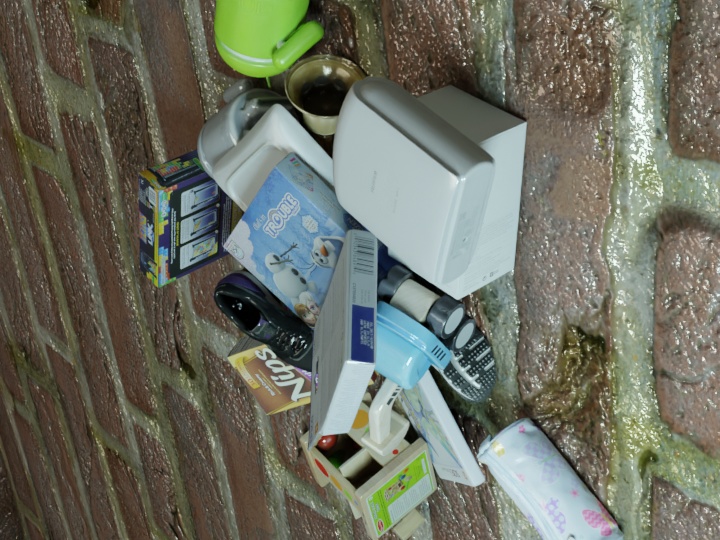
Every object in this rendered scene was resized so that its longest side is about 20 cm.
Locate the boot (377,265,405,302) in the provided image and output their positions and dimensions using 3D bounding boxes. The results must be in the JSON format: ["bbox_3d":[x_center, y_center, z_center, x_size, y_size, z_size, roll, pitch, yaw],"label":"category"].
[{"bbox_3d":[0.000,0.000,1.579,0.132,0.070,0.200,47,133,29],"label":"boot"}]

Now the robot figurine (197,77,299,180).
[{"bbox_3d":[-0.159,-0.184,1.617,0.200,0.113,0.170,-25,71,57],"label":"robot figurine"}]

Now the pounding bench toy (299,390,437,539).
[{"bbox_3d":[0.014,0.299,1.695,0.156,0.124,0.200,38,156,37],"label":"pounding bench toy"}]

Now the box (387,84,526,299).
[{"bbox_3d":[0.107,-0.090,1.323,0.124,0.097,0.200,34,138,38],"label":"box"}]

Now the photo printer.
[{"bbox_3d":[0.046,-0.103,1.243,0.200,0.069,0.166,43,142,29],"label":"photo printer"}]

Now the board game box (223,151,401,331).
[{"bbox_3d":[-0.065,-0.024,1.498,0.199,0.043,0.200,43,141,3],"label":"board game box"}]

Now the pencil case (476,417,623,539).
[{"bbox_3d":[0.230,0.278,1.415,0.200,0.091,0.083,53,146,17],"label":"pencil case"}]

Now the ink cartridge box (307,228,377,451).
[{"bbox_3d":[-0.020,0.088,1.383,0.200,0.041,0.200,112,164,-49],"label":"ink cartridge box"}]

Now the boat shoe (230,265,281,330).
[{"bbox_3d":[-0.139,0.006,1.679,0.075,0.202,0.075,25,153,-6],"label":"boat shoe"}]

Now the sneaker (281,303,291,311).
[{"bbox_3d":[-0.091,0.029,1.708,0.084,0.077,0.200,48,141,26],"label":"sneaker"}]

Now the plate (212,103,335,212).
[{"bbox_3d":[-0.094,-0.097,1.519,0.200,0.032,0.200,47,140,-6],"label":"plate"}]

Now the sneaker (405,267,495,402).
[{"bbox_3d":[0.106,0.087,1.492,0.200,0.074,0.080,56,164,18],"label":"sneaker"}]

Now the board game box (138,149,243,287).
[{"bbox_3d":[-0.259,-0.090,1.776,0.057,0.165,0.200,40,140,28],"label":"board game box"}]

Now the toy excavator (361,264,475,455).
[{"bbox_3d":[0.047,0.119,1.404,0.100,0.200,0.194,33,173,26],"label":"toy excavator"}]

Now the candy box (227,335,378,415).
[{"bbox_3d":[-0.081,0.132,1.683,0.200,0.056,0.117,-20,113,31],"label":"candy box"}]

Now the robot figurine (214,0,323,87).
[{"bbox_3d":[-0.125,-0.333,1.464,0.175,0.116,0.200,51,146,30],"label":"robot figurine"}]

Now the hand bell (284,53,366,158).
[{"bbox_3d":[-0.048,-0.179,1.514,0.104,0.104,0.200,48,157,23],"label":"hand bell"}]

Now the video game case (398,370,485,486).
[{"bbox_3d":[0.091,0.195,1.559,0.200,0.022,0.182,63,168,1],"label":"video game case"}]

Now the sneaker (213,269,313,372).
[{"bbox_3d":[-0.118,0.084,1.561,0.200,0.088,0.076,35,103,-3],"label":"sneaker"}]
